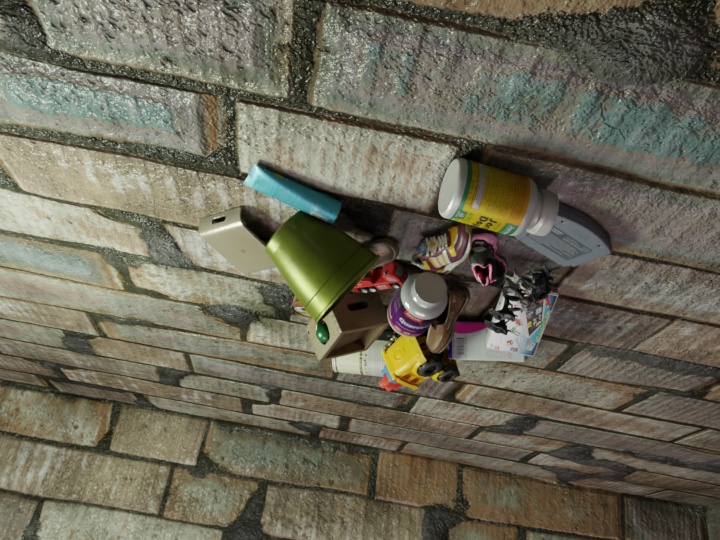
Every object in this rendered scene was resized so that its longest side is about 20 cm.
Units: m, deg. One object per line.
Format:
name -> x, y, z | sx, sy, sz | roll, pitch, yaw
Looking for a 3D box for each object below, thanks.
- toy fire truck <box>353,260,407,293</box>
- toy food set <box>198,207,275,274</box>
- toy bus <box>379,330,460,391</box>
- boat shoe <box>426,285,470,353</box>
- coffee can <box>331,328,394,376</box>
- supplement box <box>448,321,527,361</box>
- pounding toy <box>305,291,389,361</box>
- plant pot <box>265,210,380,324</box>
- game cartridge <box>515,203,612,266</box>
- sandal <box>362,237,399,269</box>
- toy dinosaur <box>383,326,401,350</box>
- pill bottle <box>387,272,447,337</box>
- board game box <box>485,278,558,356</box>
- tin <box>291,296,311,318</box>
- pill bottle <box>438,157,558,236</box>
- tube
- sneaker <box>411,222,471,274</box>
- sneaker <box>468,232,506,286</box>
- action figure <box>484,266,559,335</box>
toy fire truck -> 0.000, 0.000, 1.600 | 0.199, 0.049, 0.141 | -9, 146, 29
toy food set -> -0.269, -0.069, 1.558 | 0.143, 0.061, 0.200 | -10, 139, 35
toy bus -> 0.148, 0.266, 1.803 | 0.192, 0.136, 0.200 | -42, 137, 18
boat shoe -> 0.202, 0.124, 1.658 | 0.068, 0.072, 0.201 | -3, 122, -41
coffee can -> 0.028, 0.237, 1.938 | 0.199, 0.147, 0.147 | 4, 153, 10
supplement box -> 0.344, 0.189, 1.763 | 0.199, 0.102, 0.103 | 0, 176, 20
pounding toy -> -0.053, 0.120, 1.689 | 0.199, 0.143, 0.184 | -8, 150, -34
plant pot -> -0.094, -0.023, 1.412 | 0.193, 0.200, 0.200 | 43, 150, 4
game cartridge -> 0.414, -0.072, 1.344 | 0.199, 0.041, 0.133 | 26, 152, -29
sandal -> -0.004, -0.015, 1.515 | 0.199, 0.054, 0.081 | -21, 115, 26
toy dinosaur -> 0.110, 0.137, 1.811 | 0.088, 0.047, 0.200 | 37, 120, -1
pill bottle -> 0.137, 0.078, 1.557 | 0.112, 0.113, 0.200 | 13, 155, -6
board game box -> 0.394, 0.118, 1.618 | 0.125, 0.035, 0.201 | 10, 123, -2
tin -> -0.095, 0.095, 1.827 | 0.199, 0.042, 0.112 | -2, 147, 19
pill bottle -> 0.253, -0.127, 1.203 | 0.199, 0.113, 0.113 | 14, 153, -10
tube -> -0.138, -0.156, 1.352 | 0.199, 0.051, 0.077 | 23, 141, -15
sneaker -> 0.174, -0.048, 1.424 | 0.090, 0.075, 0.200 | 8, 153, -11
sneaker -> 0.277, -0.001, 1.461 | 0.079, 0.096, 0.200 | -5, 151, 22
action figure -> 0.362, 0.049, 1.487 | 0.102, 0.200, 0.119 | 37, 154, 29
